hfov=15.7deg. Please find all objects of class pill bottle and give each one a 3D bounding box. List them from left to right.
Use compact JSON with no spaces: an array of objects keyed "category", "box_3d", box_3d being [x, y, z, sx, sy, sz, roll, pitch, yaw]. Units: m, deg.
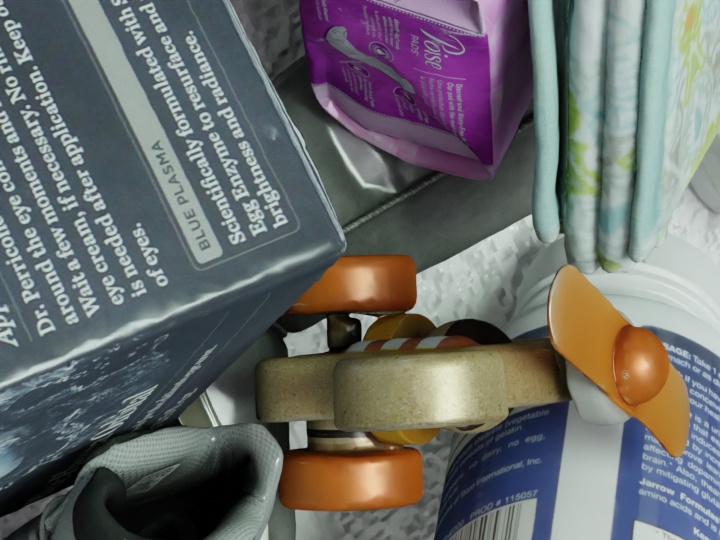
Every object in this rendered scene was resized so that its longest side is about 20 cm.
[{"category":"pill bottle","box_3d":[0.083,0.080,0.893,0.111,0.110,0.201,53,32,-31]}]

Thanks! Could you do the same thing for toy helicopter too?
[{"category":"toy helicopter","box_3d":[0.032,0.034,0.762,0.131,0.200,0.080,-1,89,5]}]

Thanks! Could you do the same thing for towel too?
[{"category":"towel","box_3d":[0.098,-0.120,0.798,0.171,0.048,0.201,-56,154,-44]}]

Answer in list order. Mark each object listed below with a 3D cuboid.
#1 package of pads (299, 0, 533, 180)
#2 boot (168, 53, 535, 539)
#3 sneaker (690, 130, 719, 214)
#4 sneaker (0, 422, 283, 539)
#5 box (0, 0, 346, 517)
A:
[{"category":"package of pads","box_3d":[0.049,-0.142,0.835,0.121,0.075,0.201,80,33,-64]},{"category":"boot","box_3d":[0.002,0.001,0.901,0.199,0.072,0.183,-30,116,-31]},{"category":"sneaker","box_3d":[0.129,-0.092,0.947,0.073,0.085,0.200,-49,121,-12]},{"category":"sneaker","box_3d":[-0.102,0.100,0.744,0.200,0.116,0.075,-37,82,-26]},{"category":"box","box_3d":[-0.138,0.011,0.709,0.199,0.197,0.118,-23,80,-27]}]
